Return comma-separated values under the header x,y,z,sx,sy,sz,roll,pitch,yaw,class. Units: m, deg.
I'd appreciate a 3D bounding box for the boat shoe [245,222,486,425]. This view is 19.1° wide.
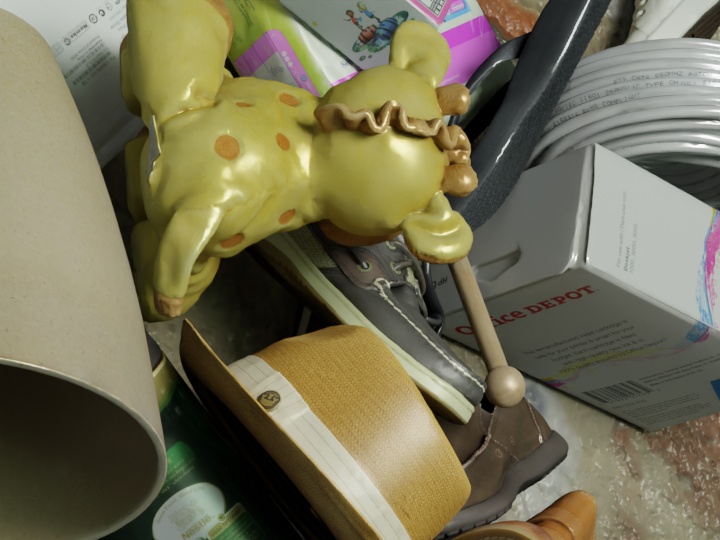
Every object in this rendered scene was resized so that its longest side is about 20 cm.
x,y,z,sx,sy,sz,roll,pitch,yaw,class
0.000,0.000,1.129,0.066,0.201,0.072,-46,150,-5,boat shoe

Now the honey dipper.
x,y,z,sx,sy,sz,roll,pitch,yaw,class
0.059,0.003,1.201,0.038,0.038,0.200,26,28,-32,honey dipper

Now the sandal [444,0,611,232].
x,y,z,sx,sy,sz,roll,pitch,yaw,class
0.088,-0.105,1.208,0.043,0.076,0.200,26,73,13,sandal

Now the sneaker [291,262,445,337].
x,y,z,sx,sy,sz,roll,pitch,yaw,class
0.004,0.044,1.176,0.072,0.083,0.200,20,64,-34,sneaker

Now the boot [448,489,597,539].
x,y,z,sx,sy,sz,roll,pitch,yaw,class
0.085,0.162,1.142,0.074,0.200,0.155,45,49,12,boot

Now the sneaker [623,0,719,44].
x,y,z,sx,sy,sz,roll,pitch,yaw,class
0.206,-0.189,1.451,0.085,0.073,0.200,32,58,13,sneaker

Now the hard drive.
x,y,z,sx,sy,sz,roll,pitch,yaw,class
-0.182,-0.149,1.121,0.200,0.027,0.132,53,50,-14,hard drive

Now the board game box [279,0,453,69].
x,y,z,sx,sy,sz,roll,pitch,yaw,class
-0.025,-0.225,1.166,0.200,0.064,0.148,37,50,-14,board game box

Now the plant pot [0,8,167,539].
x,y,z,sx,sy,sz,roll,pitch,yaw,class
-0.173,-0.006,0.883,0.187,0.187,0.200,21,51,-34,plant pot

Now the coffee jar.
x,y,z,sx,sy,sz,roll,pitch,yaw,class
-0.097,0.111,1.051,0.085,0.104,0.200,-37,102,-9,coffee jar

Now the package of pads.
x,y,z,sx,sy,sz,roll,pitch,yaw,class
-0.015,-0.155,1.227,0.154,0.068,0.200,-28,86,-43,package of pads

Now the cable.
x,y,z,sx,sy,sz,roll,pitch,yaw,class
0.190,-0.068,1.292,0.200,0.200,0.069,18,60,-29,cable

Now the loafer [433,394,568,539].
x,y,z,sx,sy,sz,roll,pitch,yaw,class
0.048,0.112,1.189,0.071,0.073,0.200,55,24,4,loafer

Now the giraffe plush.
x,y,z,sx,sy,sz,roll,pitch,yaw,class
-0.030,-0.059,1.052,0.162,0.200,0.173,-3,96,-10,giraffe plush

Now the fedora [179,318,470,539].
x,y,z,sx,sy,sz,roll,pitch,yaw,class
-0.007,0.084,1.040,0.082,0.201,0.201,-37,102,-11,fedora

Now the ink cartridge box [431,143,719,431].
x,y,z,sx,sy,sz,roll,pitch,yaw,class
0.156,0.014,1.272,0.200,0.144,0.085,24,61,-33,ink cartridge box
